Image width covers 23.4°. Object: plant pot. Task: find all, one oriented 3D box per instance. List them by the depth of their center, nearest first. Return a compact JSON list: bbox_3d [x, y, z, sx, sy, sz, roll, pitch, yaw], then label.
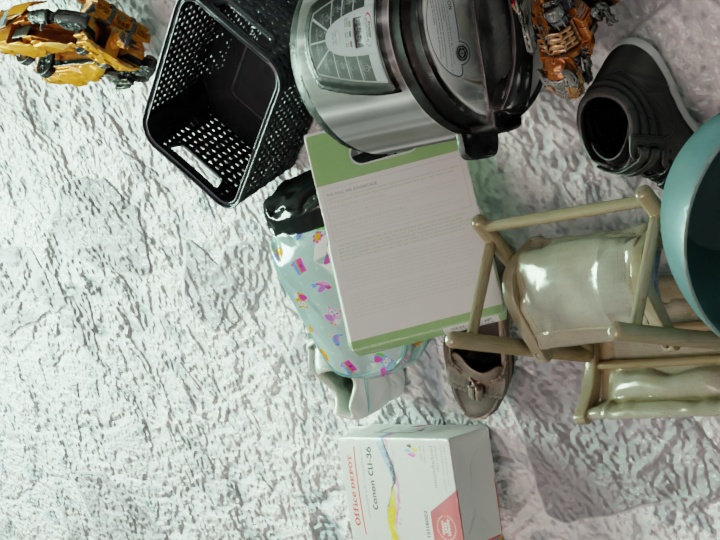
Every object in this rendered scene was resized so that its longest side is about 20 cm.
[{"bbox_3d":[0.309,-0.046,1.322,0.135,0.198,0.202,-134,22,-69],"label":"plant pot"}]

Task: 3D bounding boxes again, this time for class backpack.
[{"bbox_3d":[0.000,0.000,1.669,0.166,0.126,0.202,-11,111,44],"label":"backpack"}]

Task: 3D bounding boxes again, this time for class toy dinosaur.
[{"bbox_3d":[0.160,-0.239,1.340,0.102,0.135,0.202,26,133,28],"label":"toy dinosaur"}]

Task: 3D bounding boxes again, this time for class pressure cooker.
[{"bbox_3d":[0.061,-0.195,1.439,0.199,0.180,0.176,-6,136,46],"label":"pressure cooker"}]

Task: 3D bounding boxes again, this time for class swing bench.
[{"bbox_3d":[0.215,0.038,1.469,0.199,0.131,0.198,30,156,-36],"label":"swing bench"}]

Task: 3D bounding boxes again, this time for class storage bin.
[{"bbox_3d":[-0.119,-0.178,1.681,0.135,0.094,0.201,41,137,14],"label":"storage bin"}]

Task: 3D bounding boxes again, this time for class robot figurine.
[{"bbox_3d":[-0.298,-0.239,1.799,0.199,0.059,0.144,0,157,45],"label":"robot figurine"}]

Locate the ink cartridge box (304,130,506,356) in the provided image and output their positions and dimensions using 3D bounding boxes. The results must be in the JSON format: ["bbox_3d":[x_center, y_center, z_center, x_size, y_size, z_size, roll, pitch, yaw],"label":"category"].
[{"bbox_3d":[0.040,-0.038,1.562,0.048,0.144,0.202,50,-154,-79],"label":"ink cartridge box"}]

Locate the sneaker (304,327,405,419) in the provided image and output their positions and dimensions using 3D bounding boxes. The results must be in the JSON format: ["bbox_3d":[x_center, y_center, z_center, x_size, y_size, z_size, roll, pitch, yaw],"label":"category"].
[{"bbox_3d":[-0.024,0.059,1.772,0.070,0.080,0.202,-14,106,49],"label":"sneaker"}]

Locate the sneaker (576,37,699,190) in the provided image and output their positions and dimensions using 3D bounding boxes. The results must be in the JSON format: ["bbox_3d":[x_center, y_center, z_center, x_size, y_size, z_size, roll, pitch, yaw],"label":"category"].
[{"bbox_3d":[0.241,-0.082,1.404,0.070,0.099,0.201,-27,99,47],"label":"sneaker"}]

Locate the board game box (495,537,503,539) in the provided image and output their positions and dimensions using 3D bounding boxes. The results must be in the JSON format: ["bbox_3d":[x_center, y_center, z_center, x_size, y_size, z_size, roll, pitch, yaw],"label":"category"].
[{"bbox_3d":[0.120,0.363,1.880,0.152,0.040,0.202,-13,108,47],"label":"board game box"}]

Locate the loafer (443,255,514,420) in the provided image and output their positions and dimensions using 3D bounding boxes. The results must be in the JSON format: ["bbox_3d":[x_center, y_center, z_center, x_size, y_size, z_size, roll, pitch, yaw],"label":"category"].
[{"bbox_3d":[0.111,0.068,1.649,0.071,0.063,0.202,9,126,9],"label":"loafer"}]

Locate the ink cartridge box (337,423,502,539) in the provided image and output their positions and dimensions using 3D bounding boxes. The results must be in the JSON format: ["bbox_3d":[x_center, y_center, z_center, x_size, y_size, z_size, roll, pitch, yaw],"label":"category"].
[{"bbox_3d":[0.046,0.223,1.807,0.199,0.067,0.118,-5,95,45],"label":"ink cartridge box"}]
